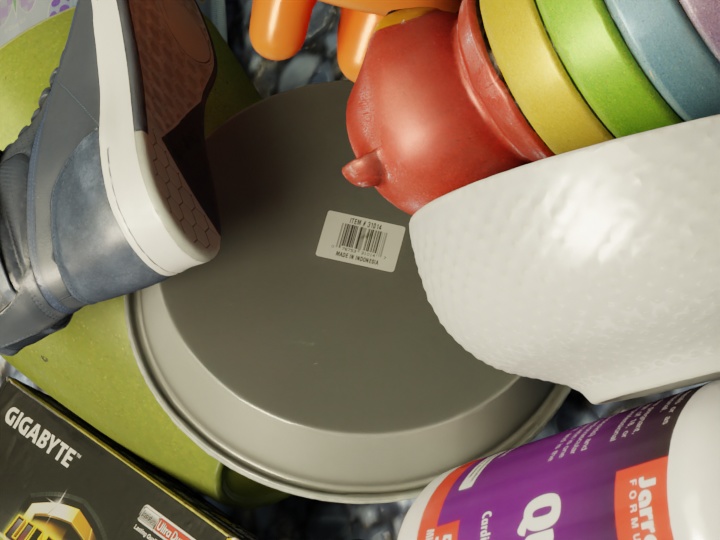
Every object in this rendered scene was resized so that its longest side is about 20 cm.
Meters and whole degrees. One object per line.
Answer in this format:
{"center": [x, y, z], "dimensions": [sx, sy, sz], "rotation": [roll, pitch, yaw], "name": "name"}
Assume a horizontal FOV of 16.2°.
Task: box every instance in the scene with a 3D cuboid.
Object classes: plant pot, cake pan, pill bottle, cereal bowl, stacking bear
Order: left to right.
{"center": [-0.084, 0.007, 1.162], "dimensions": [0.200, 0.187, 0.187], "rotation": [48, 113, 30], "name": "plant pot"}
{"center": [0.000, 0.000, 1.061], "dimensions": [0.037, 0.200, 0.201], "rotation": [94, 164, -59], "name": "cake pan"}
{"center": [0.082, -0.087, 0.947], "dimensions": [0.200, 0.121, 0.114], "rotation": [-28, 93, 24], "name": "stacking bear"}
{"center": [0.115, 0.106, 0.950], "dimensions": [0.200, 0.112, 0.113], "rotation": [-23, 62, 41], "name": "pill bottle"}
{"center": [0.121, -0.001, 0.927], "dimensions": [0.200, 0.200, 0.083], "rotation": [-18, 83, 42], "name": "cereal bowl"}

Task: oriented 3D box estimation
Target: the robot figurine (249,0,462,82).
{"center": [0.006, -0.180, 1.031], "dimensions": [0.144, 0.117, 0.200], "rotation": [29, 112, 30], "name": "robot figurine"}

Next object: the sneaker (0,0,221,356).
{"center": [-0.135, -0.051, 1.065], "dimensions": [0.146, 0.077, 0.203], "rotation": [-29, 38, 21], "name": "sneaker"}

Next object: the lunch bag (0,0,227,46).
{"center": [-0.164, -0.156, 1.323], "dimensions": [0.169, 0.127, 0.200], "rotation": [-28, 49, 37], "name": "lunch bag"}

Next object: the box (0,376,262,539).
{"center": [-0.135, 0.156, 1.139], "dimensions": [0.200, 0.049, 0.160], "rotation": [29, 90, 48], "name": "box"}
